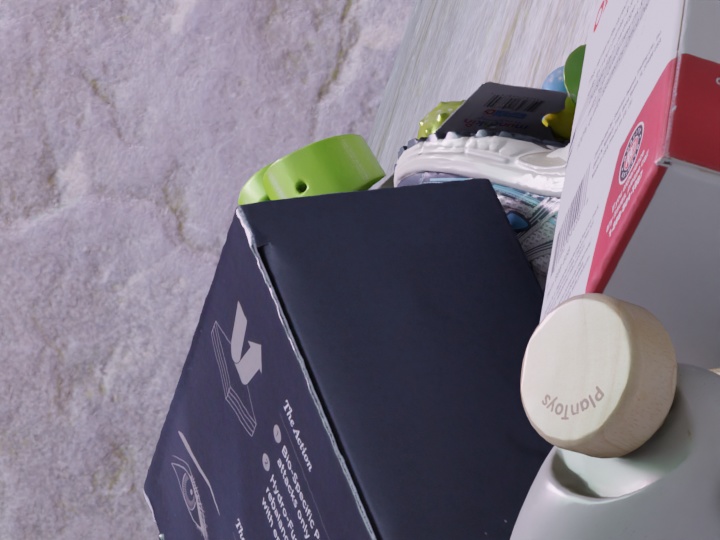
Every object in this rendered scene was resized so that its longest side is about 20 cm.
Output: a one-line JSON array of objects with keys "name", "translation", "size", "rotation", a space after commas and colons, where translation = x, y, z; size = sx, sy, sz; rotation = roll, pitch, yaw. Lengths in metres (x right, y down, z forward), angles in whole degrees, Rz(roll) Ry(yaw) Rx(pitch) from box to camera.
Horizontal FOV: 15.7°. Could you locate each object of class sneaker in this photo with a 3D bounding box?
[{"name": "sneaker", "translation": [0.075, -0.012, 1.081], "size": [0.200, 0.077, 0.087], "rotation": [-1, 79, 56]}]

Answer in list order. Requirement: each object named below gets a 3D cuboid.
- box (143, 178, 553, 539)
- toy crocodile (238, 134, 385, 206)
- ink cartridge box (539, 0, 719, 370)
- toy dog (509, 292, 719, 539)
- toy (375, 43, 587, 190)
[{"name": "box", "translation": [0.010, 0.103, 1.050], "size": [0.200, 0.117, 0.197], "rotation": [112, 143, -48]}, {"name": "toy crocodile", "translation": [0.000, 0.000, 1.146], "size": [0.068, 0.062, 0.200], "rotation": [59, -179, 32]}, {"name": "ink cartridge box", "translation": [0.128, -0.056, 0.912], "size": [0.144, 0.084, 0.200], "rotation": [112, 172, -50]}, {"name": "toy dog", "translation": [0.081, 0.109, 0.815], "size": [0.096, 0.132, 0.200], "rotation": [41, 127, 50]}, {"name": "toy", "translation": [0.067, -0.058, 1.195], "size": [0.200, 0.115, 0.047], "rotation": [144, 127, -63]}]
